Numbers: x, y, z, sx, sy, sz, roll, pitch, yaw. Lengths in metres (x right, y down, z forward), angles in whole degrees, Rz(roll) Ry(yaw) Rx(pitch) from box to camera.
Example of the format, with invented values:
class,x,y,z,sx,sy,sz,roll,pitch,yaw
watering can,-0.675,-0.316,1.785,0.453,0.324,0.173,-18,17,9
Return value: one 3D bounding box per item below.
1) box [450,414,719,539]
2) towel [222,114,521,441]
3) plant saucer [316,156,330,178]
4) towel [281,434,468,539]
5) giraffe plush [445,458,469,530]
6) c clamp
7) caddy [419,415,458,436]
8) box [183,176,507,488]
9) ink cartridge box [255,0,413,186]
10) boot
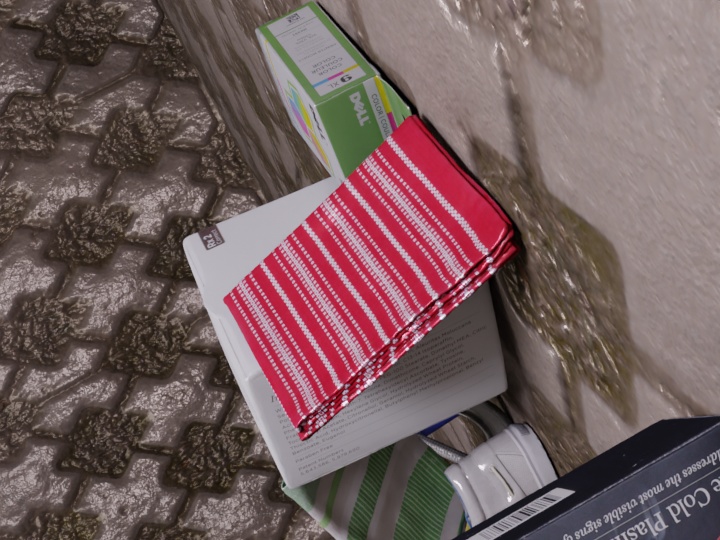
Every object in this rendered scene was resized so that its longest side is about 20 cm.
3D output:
class,x,y,z,sx,sy,sz,roll,pitch,yaw
box,0.121,0.194,0.509,0.182,0.200,0.104,61,173,6
towel,0.000,0.000,0.739,0.022,0.200,0.145,33,-162,-49
plant saucer,-0.012,-0.102,1.122,0.200,0.029,0.200,61,173,12
towel,0.023,0.188,0.944,0.200,0.023,0.153,47,-142,-22
giraffe plush,0.086,0.306,1.239,0.172,0.162,0.200,29,170,14
c clamp,0.088,0.172,1.109,0.200,0.027,0.171,25,142,22
caddy,0.040,0.099,1.202,0.200,0.105,0.141,65,174,-33
box,-0.016,0.034,0.893,0.199,0.200,0.131,-124,14,-50
ink cartridge box,-0.012,-0.123,0.869,0.200,0.059,0.104,55,171,47
boot,0.149,0.242,0.986,0.200,0.096,0.074,62,174,-6
